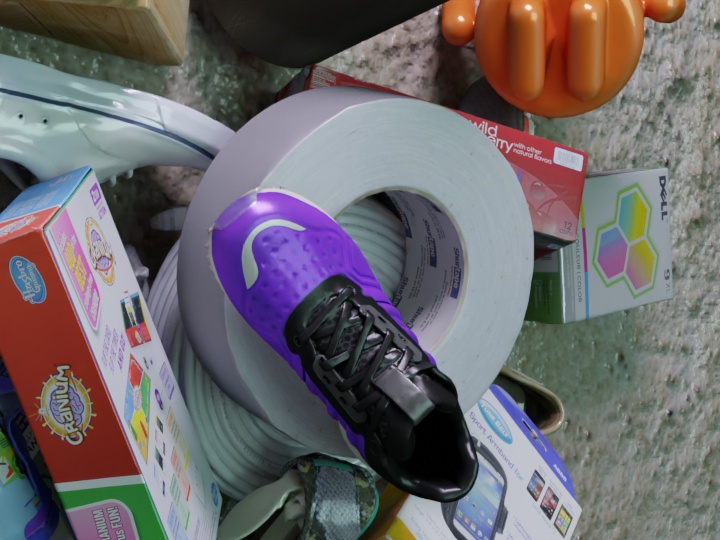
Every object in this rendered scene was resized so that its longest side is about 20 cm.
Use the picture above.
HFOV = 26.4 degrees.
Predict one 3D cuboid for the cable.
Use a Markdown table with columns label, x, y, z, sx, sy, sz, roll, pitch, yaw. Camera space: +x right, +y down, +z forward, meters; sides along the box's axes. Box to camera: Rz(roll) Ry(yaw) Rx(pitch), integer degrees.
| label | x | y | z | sx | sy | sz | roll | pitch | yaw |
| --- | --- | --- | --- | --- | --- | --- | --- | --- | --- |
| cable | -0.034 | 0.045 | 0.930 | 0.198 | 0.069 | 0.202 | -19 | 111 | -25 |

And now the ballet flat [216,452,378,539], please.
| label | x | y | z | sx | sy | sz | roll | pitch | yaw |
| --- | --- | --- | --- | --- | --- | --- | --- | --- | --- |
| ballet flat | -0.073 | 0.183 | 0.890 | 0.072 | 0.072 | 0.201 | 27 | 106 | -42 |

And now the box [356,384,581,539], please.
| label | x | y | z | sx | sy | sz | roll | pitch | yaw |
| --- | --- | --- | --- | --- | --- | --- | --- | --- | --- |
| box | 0.073 | 0.157 | 0.960 | 0.119 | 0.041 | 0.200 | 52 | 33 | -9 |

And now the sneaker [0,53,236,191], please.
| label | x | y | z | sx | sy | sz | roll | pitch | yaw |
| --- | --- | --- | --- | --- | --- | --- | --- | --- | --- |
| sneaker | -0.159 | -0.071 | 0.840 | 0.199 | 0.073 | 0.072 | 12 | 92 | -36 |

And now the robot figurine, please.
| label | x | y | z | sx | sy | sz | roll | pitch | yaw |
| --- | --- | --- | --- | --- | --- | --- | --- | --- | --- |
| robot figurine | 0.139 | -0.177 | 1.053 | 0.117 | 0.143 | 0.200 | 47 | 23 | -14 |

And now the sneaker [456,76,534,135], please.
| label | x | y | z | sx | sy | sz | roll | pitch | yaw |
| --- | --- | --- | --- | --- | --- | --- | --- | --- | --- |
| sneaker | 0.056 | -0.059 | 1.046 | 0.082 | 0.077 | 0.202 | 32 | 65 | -28 |

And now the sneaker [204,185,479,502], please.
| label | x | y | z | sx | sy | sz | roll | pitch | yaw |
| --- | --- | --- | --- | --- | --- | --- | --- | --- | --- |
| sneaker | 0.003 | 0.043 | 0.771 | 0.069 | 0.099 | 0.201 | -41 | 120 | -7 |

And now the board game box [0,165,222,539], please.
| label | x | y | z | sx | sy | sz | roll | pitch | yaw |
| --- | --- | --- | --- | --- | --- | --- | --- | --- | --- |
| board game box | -0.124 | 0.060 | 0.752 | 0.040 | 0.153 | 0.202 | -19 | 103 | 3 |

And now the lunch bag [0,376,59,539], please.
| label | x | y | z | sx | sy | sz | roll | pitch | yaw |
| --- | --- | --- | --- | --- | --- | --- | --- | --- | --- |
| lunch bag | -0.238 | 0.098 | 0.684 | 0.199 | 0.094 | 0.152 | -28 | 114 | -9 |

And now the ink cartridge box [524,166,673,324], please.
| label | x | y | z | sx | sy | sz | roll | pitch | yaw |
| --- | --- | --- | --- | --- | --- | --- | --- | --- | --- |
| ink cartridge box | 0.193 | -0.024 | 1.191 | 0.199 | 0.059 | 0.105 | -9 | 98 | -44 |

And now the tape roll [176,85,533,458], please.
| label | x | y | z | sx | sy | sz | roll | pitch | yaw |
| --- | --- | --- | --- | --- | --- | --- | --- | --- | --- |
| tape roll | 0.000 | 0.000 | 0.861 | 0.199 | 0.066 | 0.203 | -8 | 105 | -30 |

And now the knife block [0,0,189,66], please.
| label | x | y | z | sx | sy | sz | roll | pitch | yaw |
| --- | --- | --- | --- | --- | --- | --- | --- | --- | --- |
| knife block | -0.123 | -0.160 | 0.788 | 0.199 | 0.175 | 0.065 | 9 | 86 | -45 |

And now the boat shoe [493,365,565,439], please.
| label | x | y | z | sx | sy | sz | roll | pitch | yaw |
| --- | --- | --- | --- | --- | --- | --- | --- | --- | --- |
| boat shoe | 0.065 | 0.084 | 1.064 | 0.199 | 0.065 | 0.073 | 19 | 78 | -44 |

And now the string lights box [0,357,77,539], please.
| label | x | y | z | sx | sy | sz | roll | pitch | yaw |
| --- | --- | --- | --- | --- | --- | --- | --- | --- | --- |
| string lights box | -0.181 | 0.123 | 0.822 | 0.200 | 0.059 | 0.103 | 51 | 57 | -34 |

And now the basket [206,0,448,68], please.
| label | x | y | z | sx | sy | sz | roll | pitch | yaw |
| --- | --- | --- | --- | --- | --- | --- | --- | --- | --- |
| basket | 0.004 | -0.211 | 0.879 | 0.135 | 0.199 | 0.182 | 6 | 67 | -39 |

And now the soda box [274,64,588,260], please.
| label | x | y | z | sx | sy | sz | roll | pitch | yaw |
| --- | --- | --- | --- | --- | --- | --- | --- | --- | --- |
| soda box | 0.041 | -0.066 | 0.975 | 0.198 | 0.070 | 0.064 | 17 | 74 | -18 |
